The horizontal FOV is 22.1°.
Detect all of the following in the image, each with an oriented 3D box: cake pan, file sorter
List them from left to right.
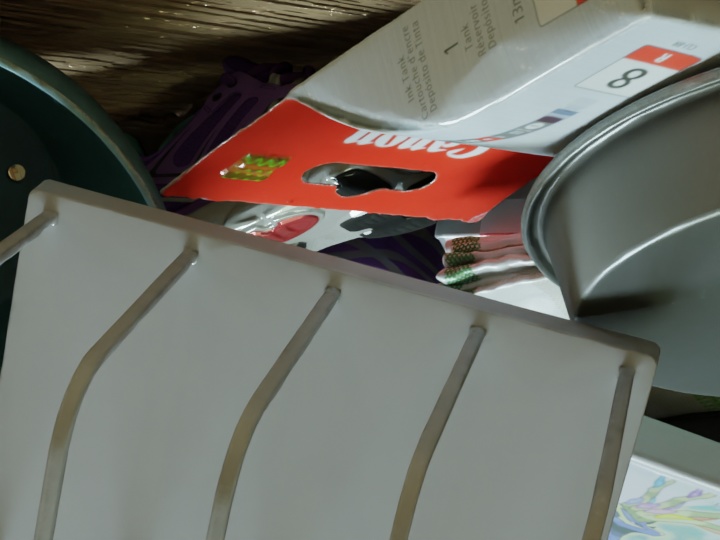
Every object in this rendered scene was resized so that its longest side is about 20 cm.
[{"bbox_3d":[-0.030,0.078,0.536,0.200,0.139,0.125,15,-160,6],"label":"file sorter"},{"bbox_3d":[0.150,-0.007,0.565,0.200,0.037,0.200,-2,156,-1],"label":"cake pan"}]

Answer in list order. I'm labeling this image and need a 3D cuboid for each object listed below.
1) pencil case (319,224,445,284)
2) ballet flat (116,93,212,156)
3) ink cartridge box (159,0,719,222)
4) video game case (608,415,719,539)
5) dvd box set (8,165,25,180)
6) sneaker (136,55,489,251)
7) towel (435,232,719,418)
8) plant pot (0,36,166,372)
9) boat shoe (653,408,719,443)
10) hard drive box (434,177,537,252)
[{"bbox_3d":[0.000,0.000,0.816,0.084,0.086,0.200,32,-154,-7],"label":"pencil case"},{"bbox_3d":[-0.074,-0.049,0.865,0.072,0.068,0.200,-16,180,-30],"label":"ballet flat"},{"bbox_3d":[0.059,-0.043,0.581,0.162,0.050,0.200,3,153,-45],"label":"ink cartridge box"},{"bbox_3d":[0.111,0.108,0.784,0.200,0.022,0.182,20,153,-3],"label":"video game case"},{"bbox_3d":[-0.099,0.045,0.795,0.029,0.200,0.146,-23,144,-6],"label":"dvd box set"},{"bbox_3d":[-0.018,-0.054,0.699,0.200,0.084,0.081,-20,159,19],"label":"sneaker"},{"bbox_3d":[0.146,0.008,0.681,0.200,0.031,0.149,-13,150,25],"label":"towel"},{"bbox_3d":[-0.160,-0.005,0.658,0.200,0.200,0.135,-1,-159,-3],"label":"plant pot"},{"bbox_3d":[0.151,0.072,0.781,0.200,0.057,0.067,-2,147,33],"label":"boat shoe"},{"bbox_3d":[0.135,0.003,0.787,0.156,0.077,0.200,-1,149,21],"label":"hard drive box"}]
